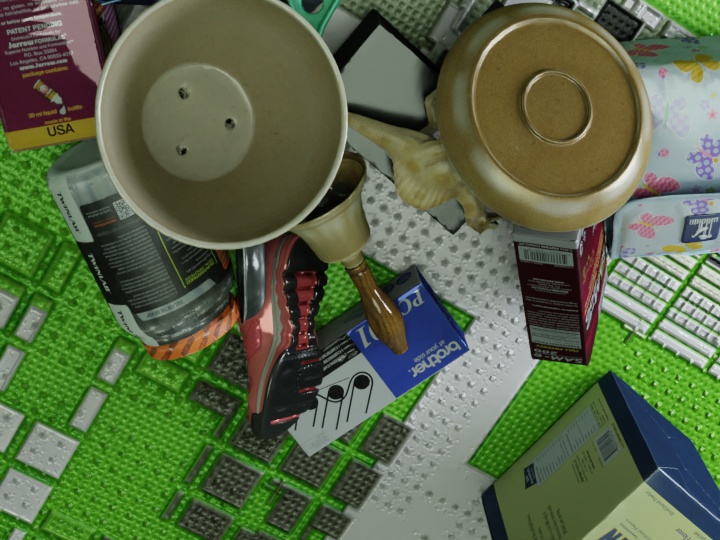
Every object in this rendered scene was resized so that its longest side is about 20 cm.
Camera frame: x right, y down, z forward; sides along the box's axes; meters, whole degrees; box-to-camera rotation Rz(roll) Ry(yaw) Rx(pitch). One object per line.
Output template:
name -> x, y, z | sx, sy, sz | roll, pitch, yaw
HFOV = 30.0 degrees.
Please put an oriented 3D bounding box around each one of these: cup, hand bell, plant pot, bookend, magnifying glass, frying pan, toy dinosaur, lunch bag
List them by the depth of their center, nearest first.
cup -> -0.123, -0.124, 1.102 | 0.197, 0.143, 0.204 | -2, 96, -15
plant pot -> 0.160, -0.134, 1.128 | 0.197, 0.027, 0.203 | 3, 78, -15
magnifying glass -> -0.041, -0.219, 1.143 | 0.078, 0.022, 0.203 | 6, 100, 3
toy dinosaur -> 0.059, -0.104, 1.160 | 0.199, 0.058, 0.102 | 34, 105, -15
bookend -> 0.072, -0.178, 1.215 | 0.199, 0.092, 0.199 | 38, 103, -16
frying pan -> -0.107, -0.039, 1.240 | 0.030, 0.192, 0.116 | -2, 141, -8
lunch bag -> 0.312, -0.107, 1.247 | 0.167, 0.128, 0.203 | -2, 116, 2
hand bell -> 0.000, 0.000, 1.251 | 0.103, 0.105, 0.201 | -26, 122, 6

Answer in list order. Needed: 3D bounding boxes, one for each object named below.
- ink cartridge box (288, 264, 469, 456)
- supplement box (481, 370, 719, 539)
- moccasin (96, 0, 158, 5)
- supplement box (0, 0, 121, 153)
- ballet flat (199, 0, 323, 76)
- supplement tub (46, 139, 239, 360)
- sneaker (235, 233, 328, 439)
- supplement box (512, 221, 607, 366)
ink cartridge box -> 0.001, 0.091, 1.344 | 0.199, 0.044, 0.094 | -34, 113, 8
supplement box -> 0.246, 0.249, 1.346 | 0.134, 0.200, 0.200 | 39, 106, -17
moccasin -> -0.162, -0.259, 1.111 | 0.067, 0.199, 0.082 | 2, 100, 31
supplement box -> -0.267, -0.221, 1.146 | 0.102, 0.131, 0.203 | -9, 112, 1
ballet flat -> -0.070, -0.232, 1.199 | 0.200, 0.073, 0.073 | -42, 110, 5
supplement tub -> -0.194, -0.027, 1.236 | 0.121, 0.123, 0.202 | -21, 112, 4
sneaker -> -0.084, 0.059, 1.297 | 0.073, 0.086, 0.203 | 1, 100, -48
supplement box -> 0.186, -0.012, 1.234 | 0.060, 0.110, 0.201 | 8, 147, 18
